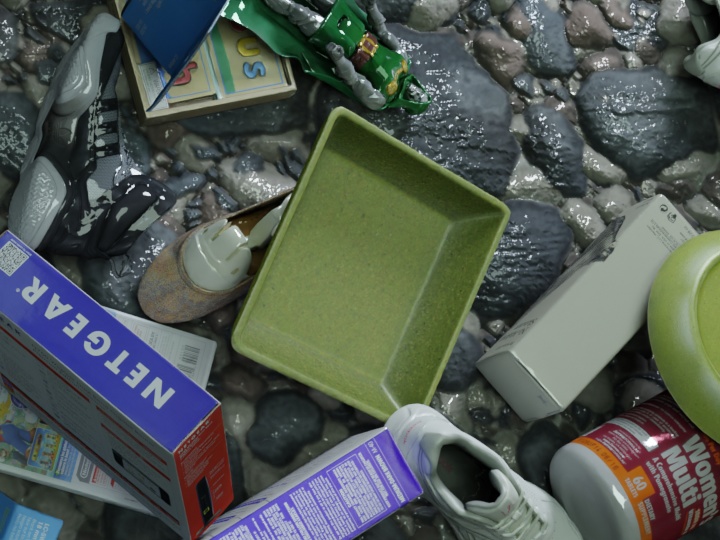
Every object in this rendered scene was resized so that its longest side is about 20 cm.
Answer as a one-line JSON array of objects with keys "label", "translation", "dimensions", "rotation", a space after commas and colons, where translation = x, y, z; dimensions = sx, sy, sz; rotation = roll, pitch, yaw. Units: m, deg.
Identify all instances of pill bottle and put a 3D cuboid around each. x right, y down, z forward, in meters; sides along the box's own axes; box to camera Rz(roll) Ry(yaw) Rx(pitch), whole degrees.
[{"label": "pill bottle", "translation": [0.262, 0.152, 1.566], "dimensions": [0.199, 0.110, 0.110], "rotation": [-26, 87, -21]}]

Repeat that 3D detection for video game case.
[{"label": "video game case", "translation": [-0.221, 0.094, 1.468], "dimensions": [0.199, 0.018, 0.144], "rotation": [18, 74, -14]}]

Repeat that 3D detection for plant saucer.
[{"label": "plant saucer", "translation": [0.325, 0.054, 1.550], "dimensions": [0.199, 0.031, 0.201], "rotation": [10, 63, -20]}, {"label": "plant saucer", "translation": [0.000, 0.000, 1.503], "dimensions": [0.199, 0.048, 0.201], "rotation": [28, 83, -36]}]

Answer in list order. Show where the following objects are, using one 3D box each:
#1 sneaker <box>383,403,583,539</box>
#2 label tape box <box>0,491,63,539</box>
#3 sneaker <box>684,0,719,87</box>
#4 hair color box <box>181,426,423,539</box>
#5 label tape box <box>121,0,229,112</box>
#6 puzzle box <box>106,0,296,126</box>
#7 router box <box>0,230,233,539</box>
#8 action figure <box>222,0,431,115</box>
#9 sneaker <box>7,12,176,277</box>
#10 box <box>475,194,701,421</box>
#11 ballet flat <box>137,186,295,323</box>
[{"label": "sneaker", "translation": [0.104, 0.186, 1.502], "dimensions": [0.200, 0.099, 0.078], "rotation": [36, 84, -18]}, {"label": "label tape box", "translation": [-0.325, 0.210, 1.384], "dimensions": [0.199, 0.063, 0.145], "rotation": [22, 73, -13]}, {"label": "sneaker", "translation": [0.336, -0.251, 1.687], "dimensions": [0.099, 0.078, 0.201], "rotation": [19, 73, -10]}, {"label": "hair color box", "translation": [-0.062, 0.197, 1.450], "dimensions": [0.199, 0.109, 0.065], "rotation": [-29, 90, -21]}, {"label": "label tape box", "translation": [-0.124, -0.237, 1.458], "dimensions": [0.066, 0.143, 0.201], "rotation": [29, 61, -11]}, {"label": "puzzle box", "translation": [-0.138, -0.224, 1.558], "dimensions": [0.132, 0.025, 0.201], "rotation": [-14, 83, -21]}, {"label": "router box", "translation": [-0.180, 0.085, 1.345], "dimensions": [0.200, 0.180, 0.049], "rotation": [38, 68, 16]}, {"label": "action figure", "translation": [-0.017, -0.194, 1.568], "dimensions": [0.200, 0.055, 0.118], "rotation": [40, 62, -22]}, {"label": "sneaker", "translation": [-0.194, -0.093, 1.490], "dimensions": [0.113, 0.075, 0.201], "rotation": [23, 70, -21]}, {"label": "box", "translation": [0.192, 0.031, 1.585], "dimensions": [0.200, 0.082, 0.068], "rotation": [-44, 95, -22]}, {"label": "ballet flat", "translation": [-0.086, -0.026, 1.510], "dimensions": [0.199, 0.067, 0.068], "rotation": [-31, 80, -22]}]
